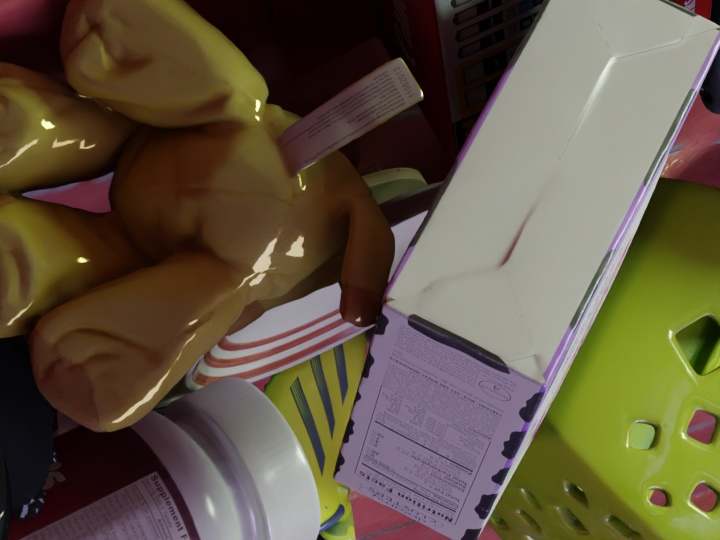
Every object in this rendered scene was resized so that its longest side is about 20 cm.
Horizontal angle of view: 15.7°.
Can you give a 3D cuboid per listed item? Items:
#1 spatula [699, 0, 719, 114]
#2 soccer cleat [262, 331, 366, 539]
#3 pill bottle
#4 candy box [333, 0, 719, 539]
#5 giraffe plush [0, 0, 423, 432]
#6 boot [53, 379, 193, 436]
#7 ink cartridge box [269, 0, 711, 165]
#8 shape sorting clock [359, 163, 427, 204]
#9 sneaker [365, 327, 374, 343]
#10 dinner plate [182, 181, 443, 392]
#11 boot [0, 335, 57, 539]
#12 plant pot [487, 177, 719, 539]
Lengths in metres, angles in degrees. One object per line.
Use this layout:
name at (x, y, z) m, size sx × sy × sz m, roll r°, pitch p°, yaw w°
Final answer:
spatula at (0.157, -0.142, 1.137) m, size 0.020 × 0.057 × 0.201 m, roll -27°, pitch 140°, yaw -15°
soccer cleat at (-0.032, 0.108, 1.327) m, size 0.065 × 0.083 × 0.201 m, roll 93°, pitch 21°, yaw -52°
pill bottle at (-0.124, 0.129, 1.196) m, size 0.199 × 0.110 × 0.110 m, roll -26°, pitch 160°, yaw -27°
candy box at (0.063, -0.001, 1.049) m, size 0.168 × 0.071 × 0.200 m, roll -61°, pitch 174°, yaw -23°
giraffe plush at (-0.061, -0.027, 1.066) m, size 0.199 × 0.173 × 0.162 m, roll -14°, pitch 173°, yaw 6°
boot at (-0.115, 0.139, 1.335) m, size 0.072 × 0.145 × 0.200 m, roll -8°, pitch 162°, yaw -25°
ink cartridge box at (0.054, -0.126, 1.080) m, size 0.175 × 0.084 × 0.200 m, roll -28°, pitch 160°, yaw -4°
shape sorting clock at (-0.054, 0.004, 1.302) m, size 0.199 × 0.039 × 0.200 m, roll -26°, pitch 169°, yaw -5°
sneaker at (0.064, 0.043, 1.474) m, size 0.079 × 0.096 × 0.200 m, roll -36°, pitch 159°, yaw 15°
dinner plate at (0.000, 0.000, 1.244) m, size 0.199 × 0.024 × 0.200 m, roll -28°, pitch 170°, yaw -5°
boot at (-0.171, 0.064, 1.072) m, size 0.073 × 0.199 × 0.163 m, roll -28°, pitch 154°, yaw 3°
plant pot at (0.132, 0.048, 1.350) m, size 0.201 × 0.181 × 0.199 m, roll -61°, pitch -165°, yaw -17°
